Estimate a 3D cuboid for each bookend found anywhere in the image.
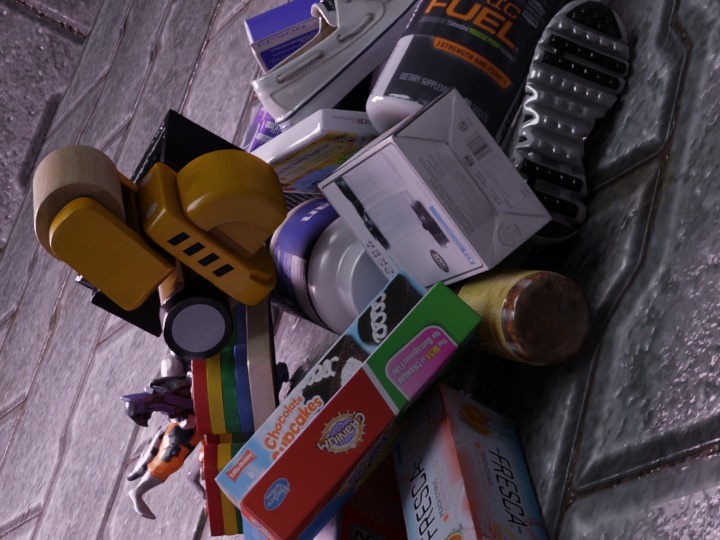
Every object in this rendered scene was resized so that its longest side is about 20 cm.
[{"bbox_3d":[-0.189,-0.024,1.744,0.201,0.092,0.199,-59,13,14],"label":"bookend"}]

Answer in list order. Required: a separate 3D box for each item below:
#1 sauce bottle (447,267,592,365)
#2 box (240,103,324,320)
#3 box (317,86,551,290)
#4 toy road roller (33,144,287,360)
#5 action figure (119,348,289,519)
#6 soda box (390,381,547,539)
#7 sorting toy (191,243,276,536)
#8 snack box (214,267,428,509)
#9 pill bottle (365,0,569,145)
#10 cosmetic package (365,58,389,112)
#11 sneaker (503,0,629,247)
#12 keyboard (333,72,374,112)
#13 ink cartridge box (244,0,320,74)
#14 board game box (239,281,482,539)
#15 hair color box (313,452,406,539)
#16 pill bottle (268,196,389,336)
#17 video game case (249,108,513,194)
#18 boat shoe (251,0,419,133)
[{"bbox_3d":[0.098,0.030,1.319,0.067,0.066,0.200,-66,14,-6],"label":"sauce bottle"},{"bbox_3d":[-0.068,-0.070,1.821,0.201,0.104,0.148,-64,19,-1],"label":"box"},{"bbox_3d":[0.048,-0.049,1.339,0.060,0.117,0.200,-39,5,-16],"label":"box"},{"bbox_3d":[-0.148,-0.044,1.471,0.146,0.199,0.123,-47,25,13],"label":"toy road roller"},{"bbox_3d":[-0.171,0.125,1.711,0.104,0.199,0.195,26,104,38],"label":"action figure"},{"bbox_3d":[0.072,0.159,1.208,0.064,0.068,0.201,-54,20,21],"label":"soda box"},{"bbox_3d":[-0.104,0.111,1.570,0.200,0.069,0.201,-97,3,-62],"label":"sorting toy"},{"bbox_3d":[-0.025,0.093,1.357,0.200,0.037,0.116,-48,-8,-10],"label":"snack box"},{"bbox_3d":[0.091,-0.182,1.415,0.201,0.106,0.106,-63,18,-17],"label":"pill bottle"},{"bbox_3d":[0.089,-0.189,1.590,0.200,0.084,0.108,-43,27,45],"label":"cosmetic package"},{"bbox_3d":[0.141,-0.108,1.381,0.202,0.075,0.081,-70,11,-18],"label":"sneaker"},{"bbox_3d":[-0.002,-0.143,1.676,0.200,0.039,0.105,-30,-67,-69],"label":"keyboard"},{"bbox_3d":[-0.004,-0.233,1.680,0.197,0.044,0.200,-23,-7,1],"label":"ink cartridge box"},{"bbox_3d":[-0.002,0.111,1.284,0.200,0.040,0.153,-47,-9,-13],"label":"board game box"},{"bbox_3d":[-0.014,0.174,1.429,0.102,0.061,0.201,-50,22,34],"label":"hair color box"},{"bbox_3d":[0.000,0.000,1.539,0.112,0.110,0.200,-64,19,-2],"label":"pill bottle"},{"bbox_3d":[0.009,-0.093,1.538,0.200,0.180,0.023,159,112,-63],"label":"video game case"},{"bbox_3d":[-0.014,-0.205,1.534,0.202,0.086,0.075,-44,12,-12],"label":"boat shoe"}]
